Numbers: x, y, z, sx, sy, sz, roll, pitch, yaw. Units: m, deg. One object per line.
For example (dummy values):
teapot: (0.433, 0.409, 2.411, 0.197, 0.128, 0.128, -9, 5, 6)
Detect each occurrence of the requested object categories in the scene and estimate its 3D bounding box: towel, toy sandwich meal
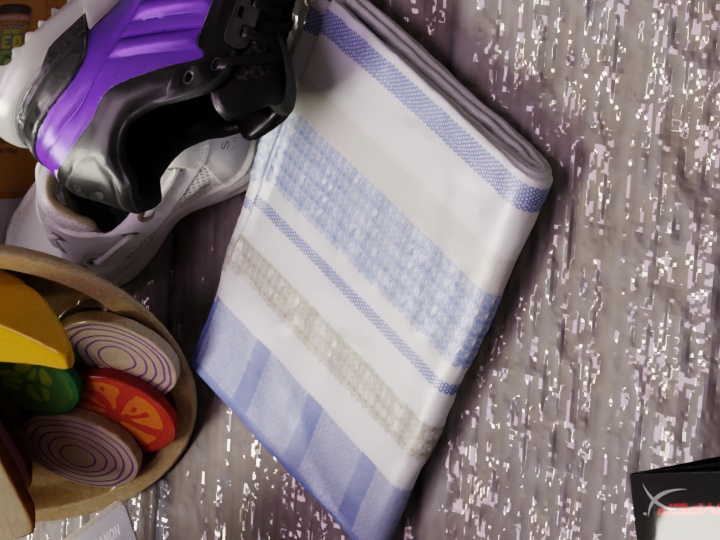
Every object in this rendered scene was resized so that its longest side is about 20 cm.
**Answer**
towel: (0.000, 0.000, 0.960, 0.147, 0.024, 0.200, 44, 127, 34)
toy sandwich meal: (-0.174, 0.069, 1.040, 0.205, 0.205, 0.070, -50, 25, 39)

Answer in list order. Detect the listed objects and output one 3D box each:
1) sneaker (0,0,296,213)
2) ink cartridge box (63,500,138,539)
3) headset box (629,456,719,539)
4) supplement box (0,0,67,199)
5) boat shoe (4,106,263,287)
sneaker: (-0.052, -0.105, 0.942, 0.099, 0.070, 0.200, 41, 93, 26)
ink cartridge box: (-0.095, 0.209, 1.043, 0.200, 0.084, 0.176, -36, 69, 44)
headset box: (0.172, 0.157, 0.736, 0.149, 0.077, 0.201, -9, 88, 50)
supplement box: (-0.180, -0.136, 1.120, 0.069, 0.066, 0.201, 17, 106, 47)
boat shoe: (-0.118, -0.039, 1.055, 0.200, 0.069, 0.071, -33, 71, 46)
